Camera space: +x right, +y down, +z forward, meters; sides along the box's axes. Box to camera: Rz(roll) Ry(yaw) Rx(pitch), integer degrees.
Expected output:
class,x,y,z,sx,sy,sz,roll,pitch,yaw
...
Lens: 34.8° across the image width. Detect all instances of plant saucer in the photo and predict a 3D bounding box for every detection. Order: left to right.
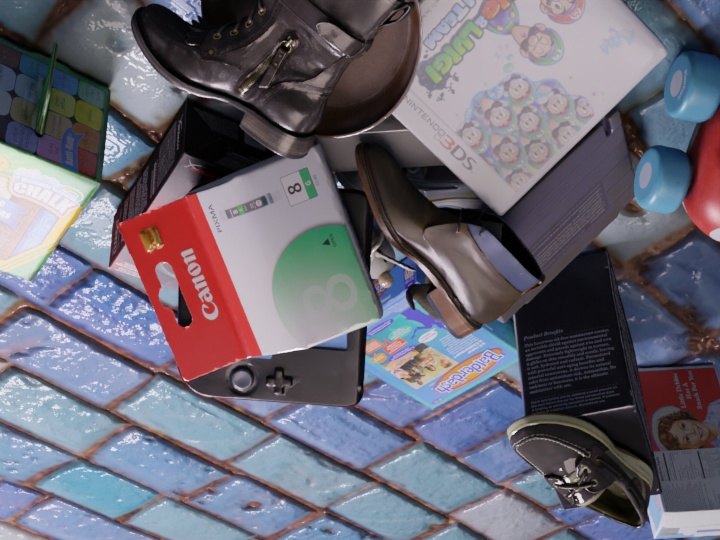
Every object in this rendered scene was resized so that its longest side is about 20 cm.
class,x,y,z,sx,sy,sz,roll,pitch,yaw
plant saucer,-0.037,-0.207,0.932,0.197,0.032,0.203,13,123,20

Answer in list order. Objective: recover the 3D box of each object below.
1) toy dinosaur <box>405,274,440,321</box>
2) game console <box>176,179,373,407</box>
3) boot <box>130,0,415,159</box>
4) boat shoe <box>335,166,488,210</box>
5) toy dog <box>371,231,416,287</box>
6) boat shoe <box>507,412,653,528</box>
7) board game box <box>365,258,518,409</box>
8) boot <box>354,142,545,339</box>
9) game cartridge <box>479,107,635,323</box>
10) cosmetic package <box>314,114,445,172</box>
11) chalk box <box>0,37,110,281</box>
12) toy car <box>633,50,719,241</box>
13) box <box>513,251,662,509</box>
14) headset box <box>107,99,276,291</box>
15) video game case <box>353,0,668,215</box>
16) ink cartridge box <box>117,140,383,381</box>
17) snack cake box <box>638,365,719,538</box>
class,x,y,z,sx,sy,sz,roll,pitch,yaw
toy dinosaur,0.092,0.004,1.131,0.076,0.201,0.104,3,120,9
game console,-0.079,0.021,1.043,0.174,0.031,0.204,5,103,7
boot,-0.071,-0.204,0.900,0.199,0.069,0.175,34,121,3
boat shoe,0.072,-0.098,1.101,0.198,0.075,0.065,6,134,-18
toy dog,0.000,0.000,1.126,0.131,0.097,0.198,-37,162,36
boat shoe,0.229,0.206,1.164,0.199,0.067,0.071,30,133,-32
board game box,0.073,0.076,1.324,0.151,0.046,0.199,-33,132,29
boot,0.079,-0.043,1.006,0.096,0.075,0.201,-26,109,24
game cartridge,0.184,-0.054,1.113,0.200,0.038,0.130,-42,143,-10
cosmetic package,0.040,-0.139,1.039,0.196,0.083,0.051,-4,138,-1
chalk box,-0.299,-0.110,1.011,0.123,0.126,0.200,23,134,-28
toy car,0.369,-0.085,1.009,0.181,0.201,0.180,10,113,-10
box,0.249,0.126,1.278,0.121,0.201,0.201,-12,140,15
headset box,-0.149,-0.052,1.130,0.147,0.078,0.200,20,133,-26
video game case,0.124,-0.175,0.960,0.182,0.024,0.200,41,109,-13
ink cartridge box,-0.098,-0.002,1.004,0.197,0.050,0.163,-21,101,4
snack cake box,0.395,0.217,1.397,0.113,0.202,0.068,-3,141,-1
